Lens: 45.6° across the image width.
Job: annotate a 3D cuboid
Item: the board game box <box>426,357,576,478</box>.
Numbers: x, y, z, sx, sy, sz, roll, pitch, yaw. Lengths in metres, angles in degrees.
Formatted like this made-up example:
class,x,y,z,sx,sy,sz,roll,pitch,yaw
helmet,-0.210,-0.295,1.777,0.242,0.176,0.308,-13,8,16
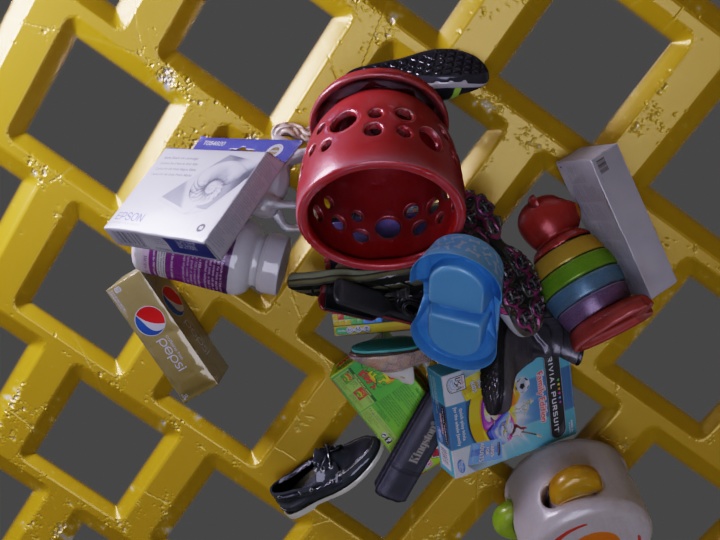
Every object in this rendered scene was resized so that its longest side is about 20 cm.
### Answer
class,x,y,z,sx,sy,sz,roll,pitch,yaw
board game box,0.198,0.180,1.180,0.199,0.047,0.152,-15,107,-19

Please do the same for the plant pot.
class,x,y,z,sx,sy,sz,roll,pitch,yaw
plant pot,0.026,-0.126,1.042,0.199,0.183,0.201,2,142,1

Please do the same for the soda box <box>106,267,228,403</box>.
class,x,y,z,sx,sy,sz,roll,pitch,yaw
soda box,-0.276,0.087,1.241,0.064,0.068,0.201,-30,102,14

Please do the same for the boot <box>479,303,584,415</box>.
class,x,y,z,sx,sy,sz,roll,pitch,yaw
boot,0.229,0.104,1.113,0.131,0.201,0.070,14,146,-5

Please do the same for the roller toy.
class,x,y,z,sx,sy,sz,roll,pitch,yaw
roller toy,0.302,0.338,1.187,0.182,0.140,0.201,17,123,-21

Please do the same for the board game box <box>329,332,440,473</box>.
class,x,y,z,sx,sy,sz,roll,pitch,yaw
board game box,0.057,0.195,1.247,0.101,0.048,0.200,-36,100,14

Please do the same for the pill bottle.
class,x,y,z,sx,sy,sz,roll,pitch,yaw
pill bottle,-0.200,-0.029,1.173,0.199,0.112,0.113,15,108,2

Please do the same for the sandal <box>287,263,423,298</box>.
class,x,y,z,sx,sy,sz,roll,pitch,yaw
sandal,-0.001,0.000,1.125,0.200,0.080,0.058,-1,70,14

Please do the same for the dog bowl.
class,x,y,z,sx,sy,sz,roll,pitch,yaw
dog bowl,0.120,0.038,1.037,0.111,0.050,0.201,13,137,17

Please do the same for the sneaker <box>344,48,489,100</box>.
class,x,y,z,sx,sy,sz,roll,pitch,yaw
sneaker,0.068,-0.230,1.117,0.199,0.072,0.083,-6,135,7

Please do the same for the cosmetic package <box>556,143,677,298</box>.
class,x,y,z,sx,sy,sz,roll,pitch,yaw
cosmetic package,0.333,-0.064,1.113,0.050,0.082,0.201,-31,103,-16

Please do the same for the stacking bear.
class,x,y,z,sx,sy,sz,roll,pitch,yaw
stacking bear,0.274,-0.009,1.103,0.113,0.121,0.201,-30,71,11

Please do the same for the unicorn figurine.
class,x,y,z,sx,sy,sz,roll,pitch,yaw
unicorn figurine,-0.113,-0.109,1.139,0.137,0.074,0.201,19,64,-3

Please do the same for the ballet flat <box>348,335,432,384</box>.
class,x,y,z,sx,sy,sz,roll,pitch,yaw
ballet flat,0.082,0.119,1.178,0.199,0.068,0.068,-11,104,-16

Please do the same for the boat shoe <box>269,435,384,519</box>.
class,x,y,z,sx,sy,sz,roll,pitch,yaw
boat shoe,-0.055,0.295,1.278,0.199,0.075,0.066,-35,112,25

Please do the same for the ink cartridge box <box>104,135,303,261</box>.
class,x,y,z,sx,sy,sz,roll,pitch,yaw
ink cartridge box,-0.197,-0.108,1.073,0.199,0.201,0.041,7,145,38

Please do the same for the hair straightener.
class,x,y,z,sx,sy,sz,roll,pitch,yaw
hair straightener,0.047,0.051,1.105,0.199,0.041,0.077,21,153,-27

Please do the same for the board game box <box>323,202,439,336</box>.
class,x,y,z,sx,sy,sz,roll,pitch,yaw
board game box,0.052,-0.002,1.182,0.199,0.057,0.166,-6,107,8

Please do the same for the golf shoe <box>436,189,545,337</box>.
class,x,y,z,sx,sy,sz,roll,pitch,yaw
golf shoe,0.163,-0.003,1.096,0.201,0.072,0.092,60,145,3

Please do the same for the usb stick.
class,x,y,z,sx,sy,sz,roll,pitch,yaw
usb stick,0.083,0.243,1.216,0.055,0.033,0.201,25,107,-6
